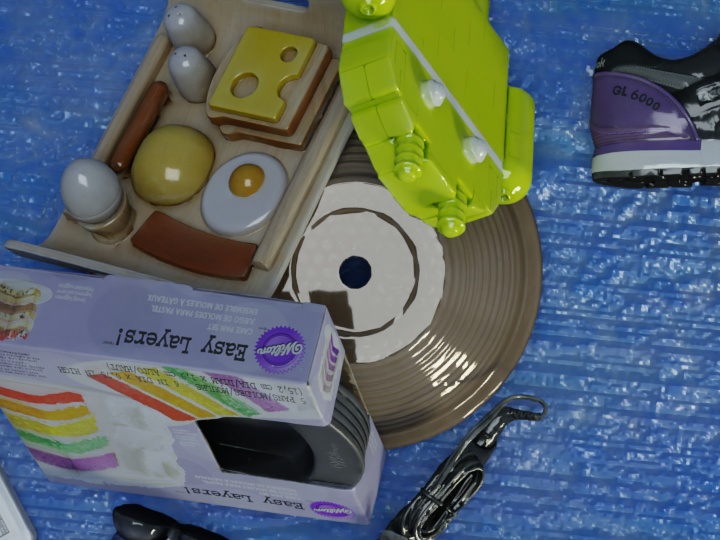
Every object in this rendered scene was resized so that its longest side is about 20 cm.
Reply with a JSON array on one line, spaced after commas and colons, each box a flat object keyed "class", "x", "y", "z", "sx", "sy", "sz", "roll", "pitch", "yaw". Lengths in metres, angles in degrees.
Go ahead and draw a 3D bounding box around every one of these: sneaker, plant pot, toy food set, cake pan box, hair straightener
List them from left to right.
[{"class": "cake pan box", "x": -0.091, "y": 0.066, "z": 1.470, "sx": 0.199, "sy": 0.184, "sz": 0.052, "roll": 7, "pitch": 66, "yaw": 13}, {"class": "toy food set", "x": -0.086, "y": -0.077, "z": 1.491, "sx": 0.143, "sy": 0.060, "sz": 0.200, "roll": 13, "pitch": 66, "yaw": 29}, {"class": "plant pot", "x": 0.000, "y": 0.000, "z": 1.527, "sx": 0.200, "sy": 0.093, "sz": 0.202, "roll": 0, "pitch": 90, "yaw": 2}, {"class": "hair straightener", "x": 0.034, "y": 0.147, "z": 1.533, "sx": 0.041, "sy": 0.077, "sz": 0.200, "roll": 41, "pitch": 92, "yaw": 3}, {"class": "sneaker", "x": 0.224, "y": -0.093, "z": 1.527, "sx": 0.199, "sy": 0.076, "sz": 0.088, "roll": -1, "pitch": 84, "yaw": 3}]

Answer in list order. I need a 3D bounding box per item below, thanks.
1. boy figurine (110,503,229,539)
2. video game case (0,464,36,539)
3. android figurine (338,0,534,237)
[{"class": "boy figurine", "x": -0.126, "y": 0.235, "z": 1.548, "sx": 0.124, "sy": 0.064, "sz": 0.201, "roll": 16, "pitch": 92, "yaw": 2}, {"class": "video game case", "x": -0.301, "y": 0.134, "z": 1.578, "sx": 0.200, "sy": 0.018, "sz": 0.144, "roll": -28, "pitch": 90, "yaw": 2}, {"class": "android figurine", "x": 0.037, "y": -0.106, "z": 1.472, "sx": 0.041, "sy": 0.200, "sz": 0.182, "roll": -18, "pitch": 132, "yaw": 23}]
